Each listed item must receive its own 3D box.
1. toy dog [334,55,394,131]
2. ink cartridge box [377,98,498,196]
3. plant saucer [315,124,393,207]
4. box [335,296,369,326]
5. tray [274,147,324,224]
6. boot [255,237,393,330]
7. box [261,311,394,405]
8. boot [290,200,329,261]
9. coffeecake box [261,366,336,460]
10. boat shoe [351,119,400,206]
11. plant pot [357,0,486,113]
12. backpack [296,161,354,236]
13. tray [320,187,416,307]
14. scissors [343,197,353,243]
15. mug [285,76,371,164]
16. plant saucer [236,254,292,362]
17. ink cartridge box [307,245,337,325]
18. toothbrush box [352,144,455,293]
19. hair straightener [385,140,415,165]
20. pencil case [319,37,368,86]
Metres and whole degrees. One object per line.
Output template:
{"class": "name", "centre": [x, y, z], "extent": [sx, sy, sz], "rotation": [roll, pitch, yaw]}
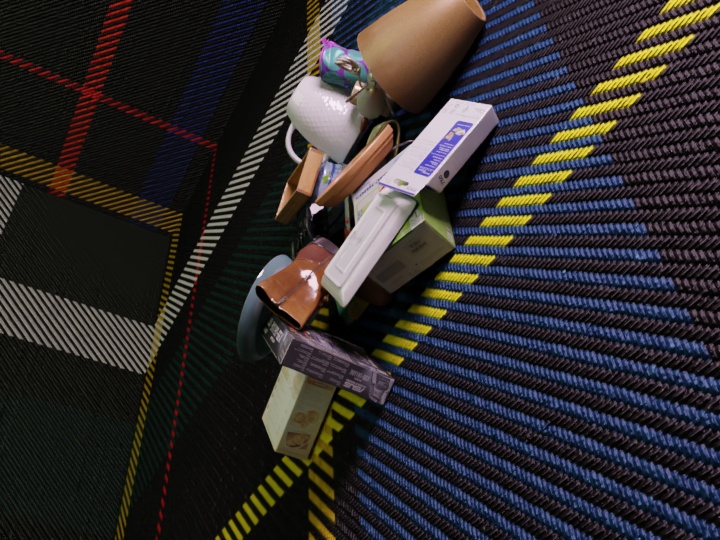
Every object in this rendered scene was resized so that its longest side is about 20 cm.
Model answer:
{"class": "toy dog", "centre": [0.017, -0.341, 1.463], "extent": [0.200, 0.129, 0.098], "rotation": [25, -98, -71]}
{"class": "ink cartridge box", "centre": [0.123, -0.187, 1.152], "extent": [0.200, 0.039, 0.099], "rotation": [-48, 39, -13]}
{"class": "plant saucer", "centre": [-0.006, -0.188, 1.356], "extent": [0.200, 0.037, 0.200], "rotation": [-46, 8, 8]}
{"class": "box", "centre": [0.000, 0.000, 1.382], "extent": [0.202, 0.048, 0.119], "rotation": [-57, 34, 32]}
{"class": "tray", "centre": [-0.131, -0.175, 1.546], "extent": [0.200, 0.036, 0.101], "rotation": [144, 144, -67]}
{"class": "boot", "centre": [-0.055, 0.037, 1.237], "extent": [0.069, 0.187, 0.200], "rotation": [-54, -6, 37]}
{"class": "box", "centre": [-0.057, 0.143, 1.214], "extent": [0.051, 0.197, 0.158], "rotation": [-63, 24, 4]}
{"class": "boot", "centre": [-0.097, -0.033, 1.527], "extent": [0.200, 0.064, 0.168], "rotation": [130, 126, -62]}
{"class": "coffeecake box", "centre": [-0.116, 0.241, 1.431], "extent": [0.204, 0.072, 0.153], "rotation": [-68, 21, 6]}
{"class": "boat shoe", "centre": [0.034, -0.215, 1.463], "extent": [0.069, 0.072, 0.204], "rotation": [154, 133, -66]}
{"class": "plant pot", "centre": [0.125, -0.426, 1.326], "extent": [0.199, 0.185, 0.189], "rotation": [-36, 37, 31]}
{"class": "backpack", "centre": [-0.064, -0.158, 1.585], "extent": [0.198, 0.153, 0.166], "rotation": [0, 64, 52]}
{"class": "tray", "centre": [0.005, -0.046, 1.169], "extent": [0.202, 0.022, 0.107], "rotation": [-55, 31, 3]}
{"class": "scissors", "centre": [-0.029, -0.088, 1.473], "extent": [0.073, 0.014, 0.205], "rotation": [-18, 82, 57]}
{"class": "mug", "centre": [-0.087, -0.326, 1.632], "extent": [0.202, 0.174, 0.148], "rotation": [-56, 2, 2]}
{"class": "plant saucer", "centre": [-0.158, 0.073, 1.301], "extent": [0.202, 0.027, 0.202], "rotation": [90, -155, -51]}
{"class": "ink cartridge box", "centre": [-0.108, 0.047, 1.436], "extent": [0.202, 0.050, 0.110], "rotation": [-58, 21, 20]}
{"class": "toothbrush box", "centre": [0.068, -0.088, 1.223], "extent": [0.145, 0.086, 0.202], "rotation": [-35, 36, 28]}
{"class": "hair straightener", "centre": [0.052, -0.163, 1.384], "extent": [0.041, 0.076, 0.202], "rotation": [49, 115, 33]}
{"class": "pencil case", "centre": [0.010, -0.436, 1.546], "extent": [0.086, 0.195, 0.094], "rotation": [-68, -17, -54]}
